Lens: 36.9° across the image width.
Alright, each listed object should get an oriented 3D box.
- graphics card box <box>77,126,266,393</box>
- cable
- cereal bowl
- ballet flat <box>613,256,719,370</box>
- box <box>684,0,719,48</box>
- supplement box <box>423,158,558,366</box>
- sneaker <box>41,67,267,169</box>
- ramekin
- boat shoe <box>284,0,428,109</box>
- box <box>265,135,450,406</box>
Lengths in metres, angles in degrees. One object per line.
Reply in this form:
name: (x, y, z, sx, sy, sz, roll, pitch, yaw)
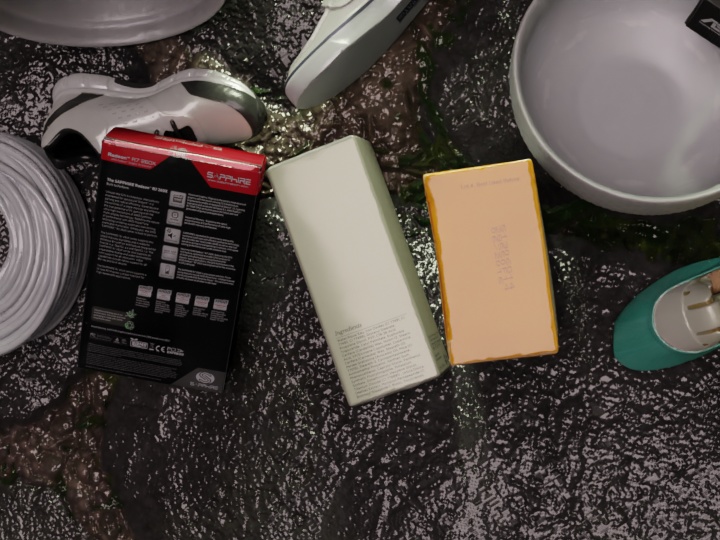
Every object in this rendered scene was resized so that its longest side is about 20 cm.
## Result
graphics card box: (-0.152, -0.006, 0.865, 0.125, 0.051, 0.200, 10, 111, -4)
cable: (-0.335, -0.024, 0.943, 0.199, 0.069, 0.201, -1, 93, 13)
cereal bowl: (0.204, -0.131, 0.785, 0.199, 0.083, 0.201, 0, 77, -2)
ballet flat: (0.276, 0.018, 0.792, 0.200, 0.070, 0.067, -25, 86, 14)
box: (0.346, -0.207, 0.742, 0.160, 0.044, 0.200, 36, 78, 8)
supplement box: (0.097, -0.006, 0.768, 0.073, 0.200, 0.126, -8, 89, 10)
sneaker: (-0.171, -0.114, 0.885, 0.199, 0.074, 0.080, 0, 53, 20)
ramekin: (-0.208, -0.260, 0.842, 0.200, 0.200, 0.105, -9, 80, 14)
boat shoe: (0.003, -0.217, 0.852, 0.066, 0.072, 0.200, 45, 100, 13)
box: (0.000, 0.000, 0.860, 0.082, 0.068, 0.200, -19, 87, 13)
